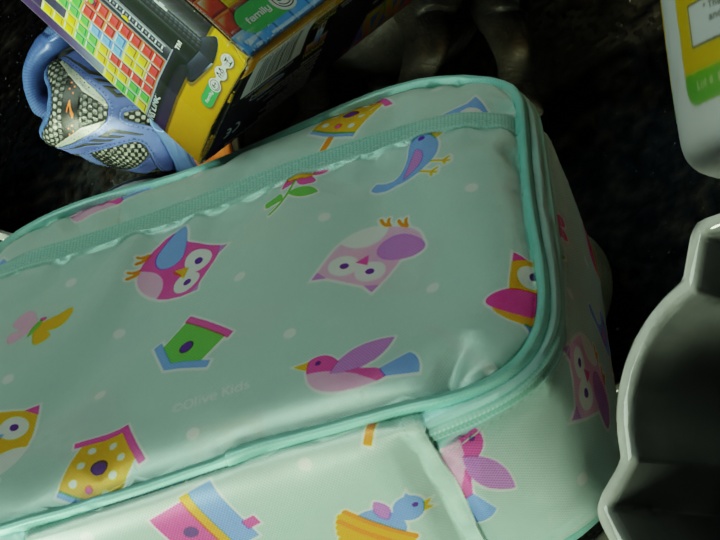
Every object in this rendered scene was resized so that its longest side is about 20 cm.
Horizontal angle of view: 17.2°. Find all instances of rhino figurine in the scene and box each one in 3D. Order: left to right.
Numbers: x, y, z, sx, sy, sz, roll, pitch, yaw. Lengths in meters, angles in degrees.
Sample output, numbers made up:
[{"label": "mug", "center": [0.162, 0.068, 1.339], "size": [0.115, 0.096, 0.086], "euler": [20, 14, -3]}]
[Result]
[{"label": "rhino figurine", "center": [-0.003, -0.087, 0.890], "size": [0.200, 0.060, 0.088], "euler": [-11, 75, 57]}]

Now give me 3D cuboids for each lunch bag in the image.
[{"label": "lunch bag", "center": [-0.030, 0.026, 0.682], "size": [0.199, 0.077, 0.161], "euler": [-17, 39, 13]}]

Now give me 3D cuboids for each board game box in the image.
[{"label": "board game box", "center": [-0.042, -0.149, 0.762], "size": [0.165, 0.200, 0.057], "euler": [42, 141, 10]}]

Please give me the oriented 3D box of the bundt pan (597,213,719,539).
[{"label": "bundt pan", "center": [0.159, 0.059, 0.573], "size": [0.201, 0.076, 0.203], "euler": [-8, 78, 40]}]

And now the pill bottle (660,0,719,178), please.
[{"label": "pill bottle", "center": [0.139, -0.135, 0.709], "size": [0.111, 0.111, 0.201], "euler": [-13, 79, 39]}]

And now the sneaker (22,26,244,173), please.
[{"label": "sneaker", "center": [-0.090, -0.081, 0.907], "size": [0.200, 0.078, 0.076], "euler": [-133, 44, -77]}]

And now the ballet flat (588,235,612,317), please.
[{"label": "ballet flat", "center": [0.000, 0.000, 0.846], "size": [0.199, 0.062, 0.068], "euler": [-5, 68, 43]}]

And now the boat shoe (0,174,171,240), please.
[{"label": "boat shoe", "center": [-0.117, 0.020, 0.935], "size": [0.202, 0.074, 0.086], "euler": [-56, 31, 35]}]

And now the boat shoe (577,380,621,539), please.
[{"label": "boat shoe", "center": [0.027, 0.084, 0.690], "size": [0.199, 0.057, 0.067], "euler": [-30, 52, 11]}]
